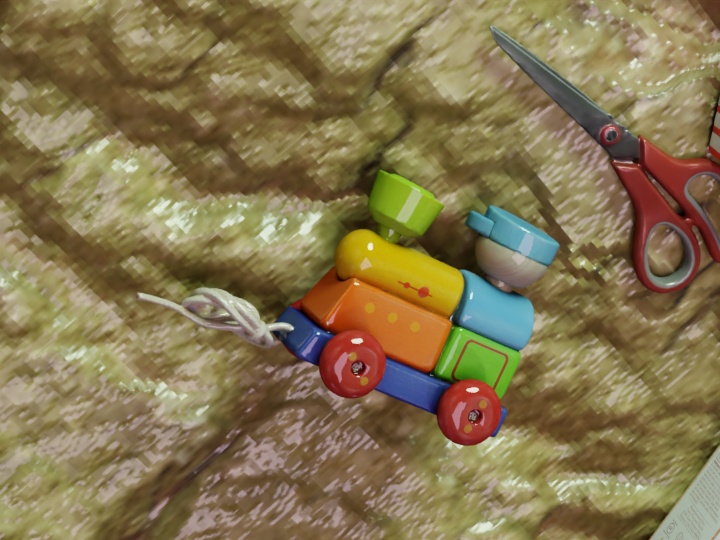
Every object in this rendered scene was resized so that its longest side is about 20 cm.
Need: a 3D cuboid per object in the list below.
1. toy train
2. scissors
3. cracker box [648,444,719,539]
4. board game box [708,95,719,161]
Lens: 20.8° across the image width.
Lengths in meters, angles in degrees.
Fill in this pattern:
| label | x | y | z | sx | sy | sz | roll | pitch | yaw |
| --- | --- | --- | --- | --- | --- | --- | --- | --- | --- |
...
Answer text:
| label | x | y | z | sx | sy | sz | roll | pitch | yaw |
| --- | --- | --- | --- | --- | --- | --- | --- | --- | --- |
| toy train | 0.000 | 0.000 | 0.987 | 0.199 | 0.085 | 0.116 | 24 | 94 | -23 |
| scissors | 0.143 | -0.069 | 1.032 | 0.073 | 0.014 | 0.200 | -34 | 116 | 4 |
| cracker box | 0.267 | 0.133 | 1.125 | 0.134 | 0.058 | 0.200 | 30 | 104 | -23 |
| board game box | 0.295 | -0.120 | 1.031 | 0.199 | 0.046 | 0.152 | 3 | 111 | -17 |
